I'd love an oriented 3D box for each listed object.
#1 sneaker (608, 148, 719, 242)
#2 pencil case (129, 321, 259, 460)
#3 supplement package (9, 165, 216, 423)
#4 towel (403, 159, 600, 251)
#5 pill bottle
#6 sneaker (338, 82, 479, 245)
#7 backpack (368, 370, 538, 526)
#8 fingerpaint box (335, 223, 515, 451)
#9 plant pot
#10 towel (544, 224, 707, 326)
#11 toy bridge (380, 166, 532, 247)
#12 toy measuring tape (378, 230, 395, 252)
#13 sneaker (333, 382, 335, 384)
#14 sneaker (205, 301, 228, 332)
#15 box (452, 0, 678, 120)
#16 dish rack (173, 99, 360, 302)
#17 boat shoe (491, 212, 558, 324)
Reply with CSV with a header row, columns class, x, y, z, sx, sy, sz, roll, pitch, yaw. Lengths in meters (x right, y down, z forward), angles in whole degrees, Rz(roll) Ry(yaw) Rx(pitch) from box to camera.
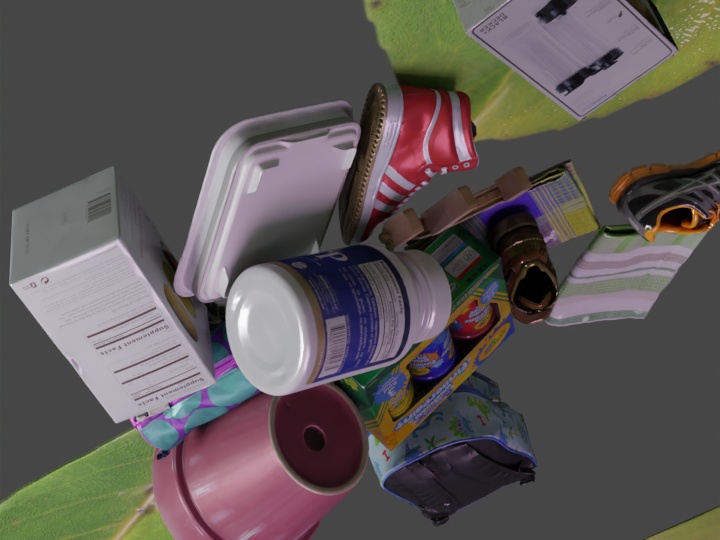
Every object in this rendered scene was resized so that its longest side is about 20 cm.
class,x,y,z,sx,sy,sz,roll,pitch,yaw
sneaker,0.372,-0.078,1.502,0.199,0.078,0.078,-13,146,-11
pencil case,-0.144,0.103,1.379,0.199,0.085,0.092,-34,178,16
supplement package,-0.227,0.025,1.279,0.109,0.114,0.200,-22,131,7
towel,0.156,-0.040,1.501,0.199,0.023,0.144,-25,146,10
pill bottle,-0.015,0.039,1.285,0.199,0.120,0.120,-12,151,-42
sneaker,0.047,-0.096,1.318,0.112,0.072,0.201,-2,142,-19
backpack,0.102,0.211,1.731,0.182,0.148,0.200,-29,150,18
fingerpaint box,0.067,0.074,1.463,0.200,0.073,0.167,-42,151,-13
plant pot,-0.092,0.201,1.455,0.199,0.201,0.179,10,150,-37
towel,0.312,0.005,1.621,0.148,0.031,0.200,-7,151,-19
toy bridge,0.086,-0.058,1.366,0.199,0.027,0.067,-22,172,-44
toy measuring tape,0.000,0.000,1.435,0.073,0.074,0.200,-10,149,-13
sneaker,-0.034,0.100,1.519,0.106,0.075,0.200,17,162,10
sneaker,-0.168,0.074,1.477,0.089,0.079,0.200,-24,143,29
box,0.180,-0.220,1.209,0.116,0.060,0.200,-36,143,25
dish rack,-0.078,-0.055,1.263,0.171,0.044,0.201,-17,139,-42
boat shoe,0.182,0.019,1.517,0.072,0.068,0.200,-23,148,4
